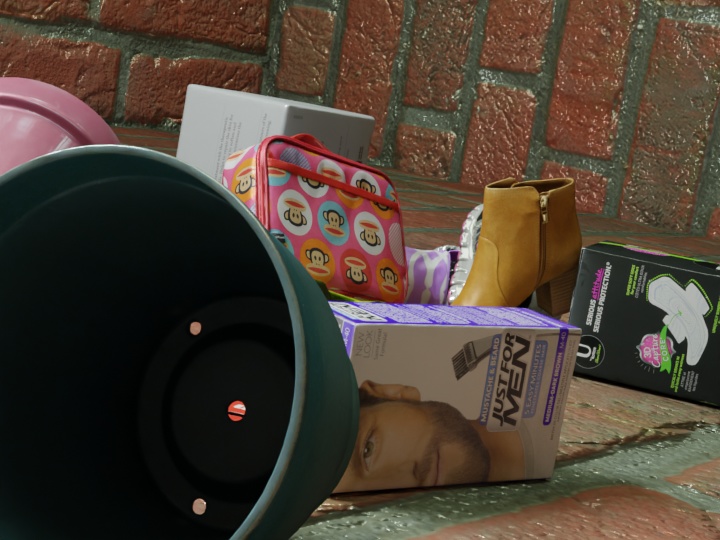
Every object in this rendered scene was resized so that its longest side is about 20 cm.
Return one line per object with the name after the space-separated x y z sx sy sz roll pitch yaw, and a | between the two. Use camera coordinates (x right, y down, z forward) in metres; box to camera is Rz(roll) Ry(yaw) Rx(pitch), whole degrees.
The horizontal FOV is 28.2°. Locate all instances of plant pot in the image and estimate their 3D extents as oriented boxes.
-0.290 -0.033 1.119 0.199 0.201 0.179 9 23 -1 | plant pot
-0.091 0.062 0.684 0.199 0.201 0.188 12 -7 19 | plant pot

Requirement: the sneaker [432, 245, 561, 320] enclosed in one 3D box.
0.145 0.025 1.626 0.081 0.076 0.200 20 2 -40 | sneaker

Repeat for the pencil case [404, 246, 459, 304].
0.000 0.000 1.515 0.199 0.086 0.084 13 -35 -3 | pencil case

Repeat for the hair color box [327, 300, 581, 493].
0.048 0.081 0.935 0.199 0.110 0.065 3 12 -37 | hair color box

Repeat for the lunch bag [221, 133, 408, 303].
-0.044 -0.048 1.392 0.082 0.177 0.199 -21 -26 40 | lunch bag

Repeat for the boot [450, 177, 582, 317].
0.124 -0.010 1.380 0.200 0.145 0.071 -18 22 -22 | boot

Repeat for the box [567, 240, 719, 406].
0.313 0.052 1.403 0.199 0.125 0.148 13 8 17 | box

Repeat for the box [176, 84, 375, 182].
-0.114 -0.118 1.813 0.171 0.200 0.200 14 8 33 | box

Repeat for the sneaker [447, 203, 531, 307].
0.147 0.000 1.514 0.087 0.074 0.200 1 35 13 | sneaker

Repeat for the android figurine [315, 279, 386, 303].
-0.054 0.037 1.241 0.181 0.041 0.200 19 -11 -25 | android figurine

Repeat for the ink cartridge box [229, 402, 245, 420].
-0.041 0.079 1.064 0.161 0.050 0.200 12 5 18 | ink cartridge box
